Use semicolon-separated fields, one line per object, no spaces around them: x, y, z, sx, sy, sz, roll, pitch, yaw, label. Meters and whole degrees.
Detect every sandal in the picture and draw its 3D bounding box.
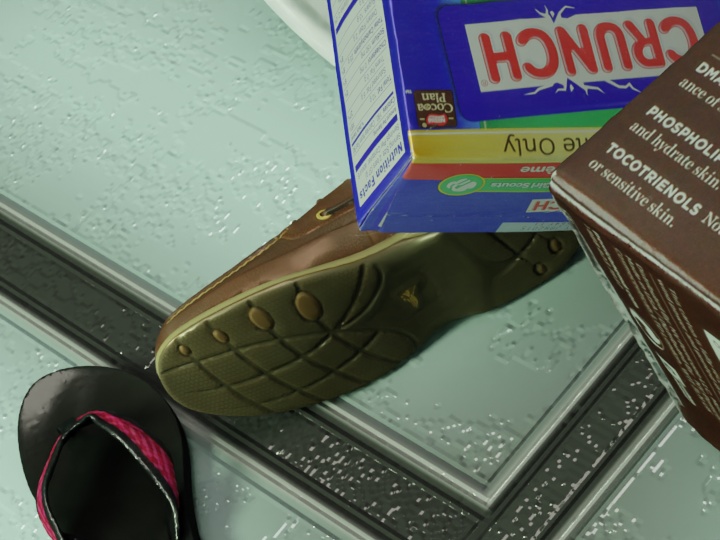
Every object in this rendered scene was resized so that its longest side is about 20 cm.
-0.107;0.103;1.125;0.075;0.045;0.200;-32;43;3;sandal

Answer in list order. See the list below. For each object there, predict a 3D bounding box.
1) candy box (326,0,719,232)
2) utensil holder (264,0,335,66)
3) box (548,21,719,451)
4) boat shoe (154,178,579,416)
0.075;-0.121;1.086;0.168;0.077;0.201;-1;69;-18;candy box
0.030;-0.215;1.231;0.200;0.170;0.170;-42;44;-12;utensil holder
0.212;-0.013;0.942;0.200;0.166;0.164;-42;43;-8;box
0.000;-0.001;1.136;0.199;0.072;0.068;-26;39;1;boat shoe
